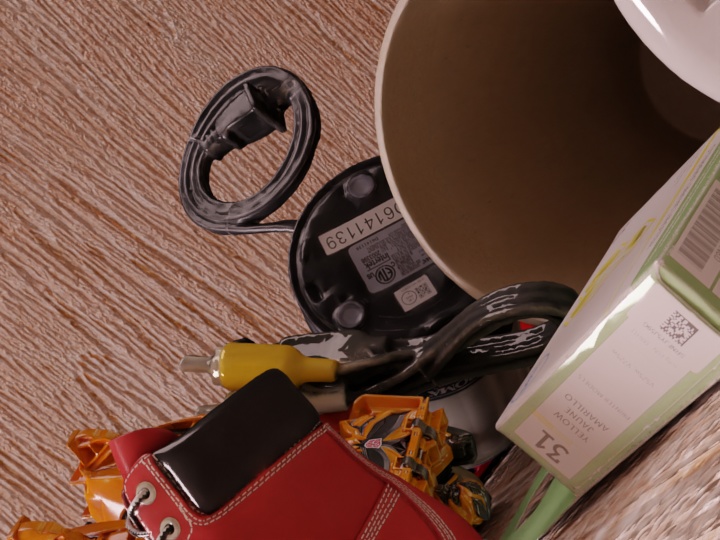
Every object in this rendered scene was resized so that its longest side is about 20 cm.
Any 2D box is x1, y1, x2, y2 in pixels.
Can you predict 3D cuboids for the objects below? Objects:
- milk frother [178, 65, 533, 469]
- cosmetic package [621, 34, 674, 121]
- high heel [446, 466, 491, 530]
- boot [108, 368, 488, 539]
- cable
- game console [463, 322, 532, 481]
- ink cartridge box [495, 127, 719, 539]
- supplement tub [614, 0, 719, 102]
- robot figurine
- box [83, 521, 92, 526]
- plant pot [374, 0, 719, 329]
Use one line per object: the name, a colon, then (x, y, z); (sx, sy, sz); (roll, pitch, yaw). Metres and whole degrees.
milk frother: (0.000, 0.000, 0.841); (0.179, 0.201, 0.188); (-12, -28, 5)
cosmetic package: (0.133, -0.135, 0.915); (0.087, 0.104, 0.200); (-29, 9, 6)
high heel: (0.004, 0.161, 0.738); (0.143, 0.071, 0.200); (-62, 1, -13)
boot: (-0.056, 0.136, 0.483); (0.200, 0.144, 0.072); (-51, -2, -21)
cable: (0.017, 0.056, 0.683); (0.199, 0.097, 0.051); (-8, 48, 28)
game console: (0.069, 0.131, 0.975); (0.200, 0.118, 0.173); (-49, -35, -17)
ink cartridge box: (0.096, 0.033, 0.561); (0.200, 0.048, 0.146); (-51, -2, 43)
supplement tub: (0.161, -0.141, 0.432); (0.145, 0.144, 0.200); (-54, -4, 40)
robot figurine: (-0.043, 0.103, 0.624); (0.199, 0.059, 0.145); (-9, 26, 15)
box: (-0.178, 0.302, 0.918); (0.200, 0.182, 0.104); (-49, -4, -32)
plant pot: (0.140, -0.088, 0.712); (0.200, 0.187, 0.188); (-23, -24, -50)
